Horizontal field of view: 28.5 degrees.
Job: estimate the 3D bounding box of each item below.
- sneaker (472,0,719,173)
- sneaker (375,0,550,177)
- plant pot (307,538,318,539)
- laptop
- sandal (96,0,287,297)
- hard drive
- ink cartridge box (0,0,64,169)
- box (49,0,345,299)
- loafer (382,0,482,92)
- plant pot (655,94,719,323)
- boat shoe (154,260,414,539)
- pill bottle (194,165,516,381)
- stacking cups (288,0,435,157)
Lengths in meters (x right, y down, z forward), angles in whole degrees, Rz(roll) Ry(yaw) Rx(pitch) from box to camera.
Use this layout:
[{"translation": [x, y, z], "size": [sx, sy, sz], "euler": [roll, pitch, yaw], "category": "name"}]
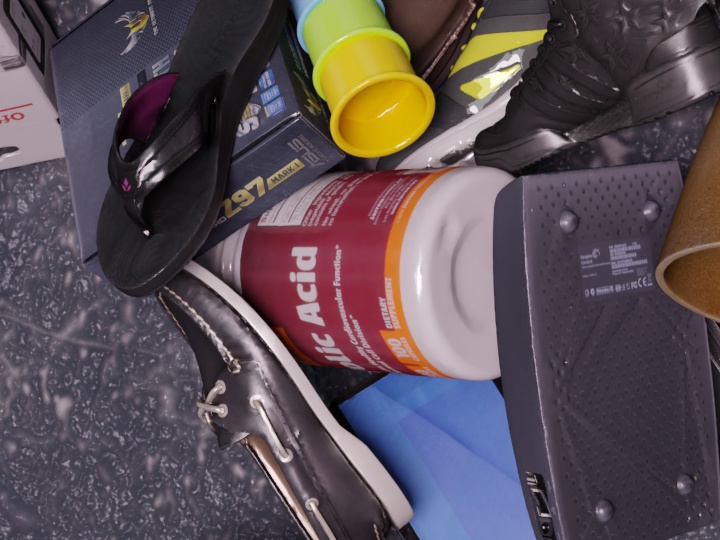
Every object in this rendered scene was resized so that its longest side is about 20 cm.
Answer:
[{"translation": [0.120, -0.122, 0.719], "size": [0.199, 0.060, 0.105], "euler": [-18, 97, 48], "category": "sneaker"}, {"translation": [0.087, -0.114, 0.836], "size": [0.200, 0.074, 0.085], "euler": [-35, 62, 20], "category": "sneaker"}, {"translation": [-0.036, 0.259, 0.845], "size": [0.200, 0.200, 0.184], "euler": [-16, 78, 18], "category": "plant pot"}, {"translation": [0.115, 0.094, 0.813], "size": [0.200, 0.103, 0.178], "euler": [-36, 84, 31], "category": "laptop"}, {"translation": [-0.101, -0.082, 0.759], "size": [0.075, 0.048, 0.201], "euler": [2, 65, 36], "category": "sandal"}, {"translation": [0.129, 0.046, 0.750], "size": [0.042, 0.135, 0.201], "euler": [-5, 93, 52], "category": "hard drive"}, {"translation": [-0.263, -0.142, 0.888], "size": [0.116, 0.200, 0.068], "euler": [-9, 60, 6], "category": "ink cartridge box"}, {"translation": [-0.105, -0.103, 0.845], "size": [0.157, 0.051, 0.200], "euler": [-33, 47, 18], "category": "box"}, {"translation": [0.041, -0.179, 0.836], "size": [0.073, 0.071, 0.200], "euler": [35, 103, 12], "category": "loafer"}, {"translation": [0.260, -0.075, 0.714], "size": [0.186, 0.186, 0.201], "euler": [10, 75, 17], "category": "plant pot"}, {"translation": [-0.054, 0.081, 0.788], "size": [0.060, 0.074, 0.200], "euler": [-41, 96, -15], "category": "boat shoe"}, {"translation": [0.000, 0.000, 0.806], "size": [0.200, 0.114, 0.115], "euler": [1, 95, 46], "category": "pill bottle"}, {"translation": [-0.014, -0.152, 0.823], "size": [0.060, 0.060, 0.200], "euler": [-36, 47, 17], "category": "stacking cups"}]
